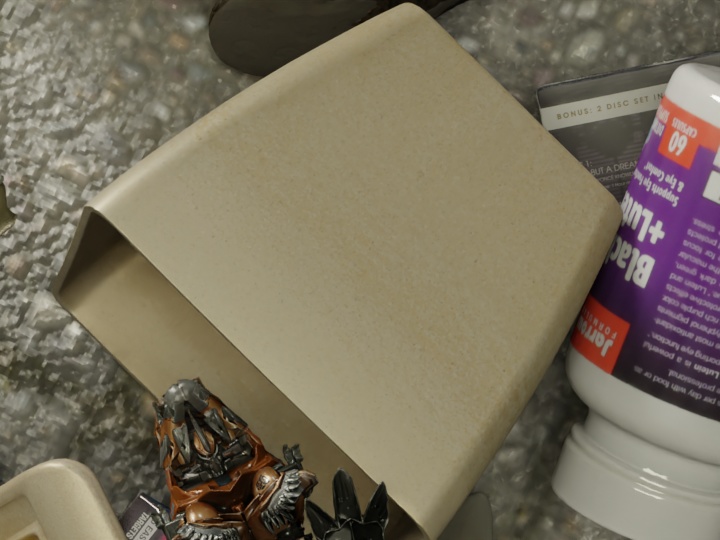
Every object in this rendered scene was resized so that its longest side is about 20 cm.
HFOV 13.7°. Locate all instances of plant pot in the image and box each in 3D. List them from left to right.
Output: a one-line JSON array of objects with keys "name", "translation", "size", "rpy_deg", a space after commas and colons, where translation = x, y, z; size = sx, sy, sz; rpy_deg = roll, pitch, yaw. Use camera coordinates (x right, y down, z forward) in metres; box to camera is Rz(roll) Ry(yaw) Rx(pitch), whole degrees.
[{"name": "plant pot", "translation": [0.000, 0.000, 1.338], "size": [0.200, 0.200, 0.177], "rpy_deg": [44, 75, 1]}]

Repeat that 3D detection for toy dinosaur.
[{"name": "toy dinosaur", "translation": [-0.028, 0.135, 1.258], "size": [0.200, 0.136, 0.102], "rpy_deg": [43, 80, 5]}]

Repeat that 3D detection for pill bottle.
[{"name": "pill bottle", "translation": [0.157, 0.019, 1.335], "size": [0.111, 0.111, 0.201], "rpy_deg": [20, 101, -1]}]

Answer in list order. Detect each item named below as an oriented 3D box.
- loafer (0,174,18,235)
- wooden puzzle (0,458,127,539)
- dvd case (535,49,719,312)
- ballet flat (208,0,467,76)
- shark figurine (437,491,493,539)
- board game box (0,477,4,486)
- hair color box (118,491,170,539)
[{"name": "loafer", "translation": [-0.215, 0.042, 1.352], "size": [0.070, 0.075, 0.200], "rpy_deg": [38, 89, -11]}, {"name": "wooden puzzle", "translation": [-0.133, 0.186, 1.287], "size": [0.037, 0.200, 0.186], "rpy_deg": [-23, 86, -34]}, {"name": "dvd case", "translation": [0.173, -0.002, 1.395], "size": [0.148, 0.016, 0.201], "rpy_deg": [-11, 97, 12]}, {"name": "ballet flat", "translation": [0.022, -0.146, 1.404], "size": [0.199, 0.047, 0.067], "rpy_deg": [-22, 132, 12]}, {"name": "shark figurine", "translation": [0.052, 0.225, 1.375], "size": [0.128, 0.090, 0.215], "rpy_deg": [-28, 86, -2]}, {"name": "board game box", "translation": [-0.251, 0.098, 1.395], "size": [0.151, 0.037, 0.201], "rpy_deg": [-28, 87, -3]}, {"name": "hair color box", "translation": [-0.050, 0.197, 1.339], "size": [0.200, 0.061, 0.100], "rpy_deg": [35, 87, 31]}]
